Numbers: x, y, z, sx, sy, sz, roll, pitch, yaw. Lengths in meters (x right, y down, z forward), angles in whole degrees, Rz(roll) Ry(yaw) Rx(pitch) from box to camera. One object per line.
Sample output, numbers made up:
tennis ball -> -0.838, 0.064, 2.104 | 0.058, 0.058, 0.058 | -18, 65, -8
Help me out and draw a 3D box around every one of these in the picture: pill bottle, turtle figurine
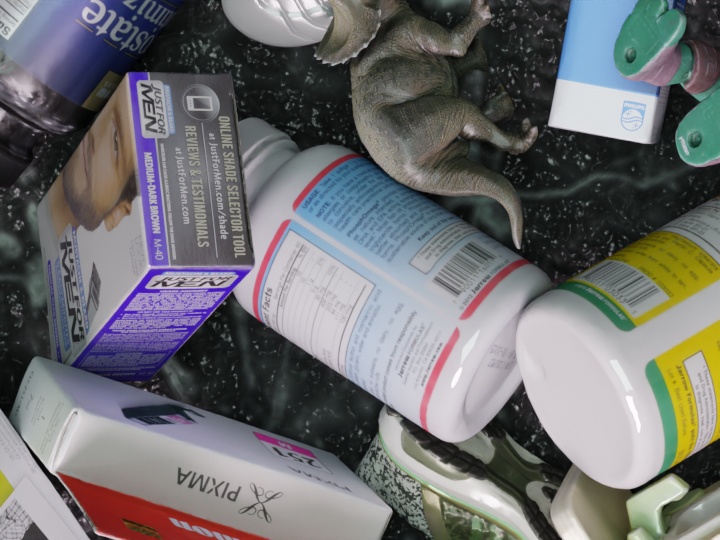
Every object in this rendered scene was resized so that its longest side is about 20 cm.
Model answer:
pill bottle -> -0.170, -0.149, 1.540 | 0.112, 0.112, 0.200 | 39, 98, 4
turtle figurine -> 0.226, -0.091, 1.448 | 0.150, 0.199, 0.101 | 38, 115, 38
pill bottle -> 0.191, 0.024, 1.472 | 0.199, 0.113, 0.113 | -29, 89, -23
pill bottle -> 0.000, 0.000, 1.518 | 0.199, 0.109, 0.109 | 33, 97, 19

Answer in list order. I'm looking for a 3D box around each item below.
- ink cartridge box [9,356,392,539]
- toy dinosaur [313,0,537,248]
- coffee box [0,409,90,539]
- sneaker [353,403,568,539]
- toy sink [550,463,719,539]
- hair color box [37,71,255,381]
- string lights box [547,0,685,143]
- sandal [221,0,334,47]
ink cartridge box -> -0.073, 0.117, 1.470 | 0.199, 0.174, 0.044 | 20, 97, -26
toy dinosaur -> 0.034, -0.091, 1.515 | 0.102, 0.077, 0.201 | -18, 77, -10
coffee box -> -0.287, 0.177, 1.476 | 0.199, 0.198, 0.201 | -20, 107, 43
sneaker -> 0.078, 0.148, 1.560 | 0.200, 0.077, 0.089 | 41, 128, 2
toy sink -> 0.208, 0.169, 1.487 | 0.112, 0.130, 0.201 | -33, 92, 16
hair color box -> -0.119, -0.019, 1.484 | 0.064, 0.200, 0.110 | 0, 70, -23
string lights box -> 0.152, -0.172, 1.501 | 0.059, 0.103, 0.201 | 10, 94, 8
sandal -> 0.005, -0.202, 1.546 | 0.082, 0.050, 0.202 | 42, 113, -16
